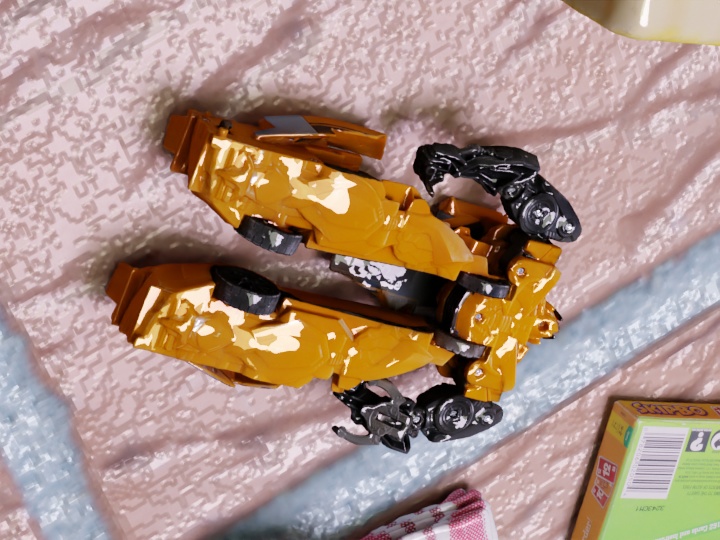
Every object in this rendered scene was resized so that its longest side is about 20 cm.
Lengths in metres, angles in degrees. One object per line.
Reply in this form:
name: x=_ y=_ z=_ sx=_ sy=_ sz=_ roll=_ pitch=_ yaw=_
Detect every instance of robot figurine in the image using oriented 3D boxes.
robot figurine: x=0.000 y=0.000 z=1.071 sx=0.200 sy=0.058 sz=0.145 roll=14 pitch=107 yaw=-33

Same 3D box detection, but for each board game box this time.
board game box: x=0.141 y=0.159 z=1.248 sx=0.095 sy=0.030 sz=0.201 roll=4 pitch=110 yaw=-31

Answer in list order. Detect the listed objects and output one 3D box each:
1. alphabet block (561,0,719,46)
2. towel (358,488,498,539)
alphabet block: x=0.151 y=-0.207 z=0.967 sx=0.195 sy=0.196 sz=0.201 roll=1 pitch=113 yaw=-27
towel: x=-0.021 y=0.194 z=1.179 sx=0.200 sy=0.030 sz=0.147 roll=-19 pitch=121 yaw=-17
